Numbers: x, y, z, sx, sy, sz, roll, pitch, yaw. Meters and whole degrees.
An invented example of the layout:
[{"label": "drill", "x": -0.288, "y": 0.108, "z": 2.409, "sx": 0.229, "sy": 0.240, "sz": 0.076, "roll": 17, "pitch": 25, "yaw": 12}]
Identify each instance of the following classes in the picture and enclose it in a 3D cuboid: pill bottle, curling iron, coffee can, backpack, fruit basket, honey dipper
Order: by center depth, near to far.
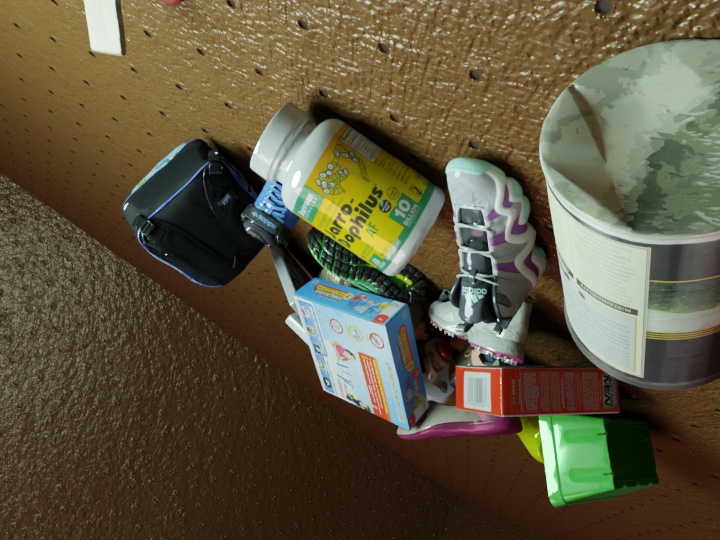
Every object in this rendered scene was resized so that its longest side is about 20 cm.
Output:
[{"label": "coffee can", "x": 0.207, "y": -0.026, "z": 0.398, "sx": 0.144, "sy": 0.148, "sz": 0.201, "roll": 18, "pitch": 157, "yaw": 34}, {"label": "pill bottle", "x": -0.016, "y": -0.093, "z": 0.634, "sx": 0.198, "sy": 0.114, "sz": 0.113, "roll": 34, "pitch": 161, "yaw": -3}, {"label": "fruit basket", "x": 0.327, "y": 0.279, "z": 0.901, "sx": 0.210, "sy": 0.159, "sz": 0.216, "roll": -2, "pitch": 161, "yaw": -1}, {"label": "backpack", "x": -0.250, "y": -0.090, "z": 0.917, "sx": 0.147, "sy": 0.183, "sz": 0.200, "roll": 45, "pitch": 178, "yaw": 41}, {"label": "honey dipper", "x": 0.004, "y": 0.039, "z": 0.954, "sx": 0.038, "sy": 0.038, "sz": 0.199, "roll": 46, "pitch": 174, "yaw": -37}, {"label": "curling iron", "x": 0.133, "y": 0.076, "z": 0.955, "sx": 0.048, "sy": 0.026, "sz": 0.201, "roll": 8, "pitch": 152, "yaw": 7}, {"label": "pill bottle", "x": 0.126, "y": 0.221, "z": 1.170, "sx": 0.118, "sy": 0.121, "sz": 0.200, "roll": 31, "pitch": 161, "yaw": 1}]

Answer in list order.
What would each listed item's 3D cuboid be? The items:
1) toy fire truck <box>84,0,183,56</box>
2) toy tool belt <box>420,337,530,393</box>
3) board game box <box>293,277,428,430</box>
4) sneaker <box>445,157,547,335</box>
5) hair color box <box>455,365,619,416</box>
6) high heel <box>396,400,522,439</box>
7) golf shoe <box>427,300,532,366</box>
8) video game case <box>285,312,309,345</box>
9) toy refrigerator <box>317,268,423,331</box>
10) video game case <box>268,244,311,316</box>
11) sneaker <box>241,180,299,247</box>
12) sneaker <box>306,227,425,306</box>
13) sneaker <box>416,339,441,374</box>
[{"label": "toy fire truck", "x": -0.210, "y": -0.277, "z": 0.501, "sx": 0.174, "sy": 0.130, "sz": 0.200, "roll": 29, "pitch": 173, "yaw": 6}, {"label": "toy tool belt", "x": 0.205, "y": 0.149, "z": 0.918, "sx": 0.199, "sy": 0.126, "sz": 0.123, "roll": 35, "pitch": 130, "yaw": -20}, {"label": "board game box", "x": 0.001, "y": 0.127, "z": 0.904, "sx": 0.193, "sy": 0.056, "sz": 0.203, "roll": 15, "pitch": 130, "yaw": 40}, {"label": "sneaker", "x": 0.123, "y": -0.005, "z": 0.588, "sx": 0.077, "sy": 0.141, "sz": 0.200, "roll": 10, "pitch": 152, "yaw": 46}, {"label": "hair color box", "x": 0.243, "y": 0.163, "z": 0.796, "sx": 0.196, "sy": 0.065, "sz": 0.111, "roll": 6, "pitch": 170, "yaw": -23}, {"label": "high heel", "x": 0.150, "y": 0.247, "z": 0.900, "sx": 0.198, "sy": 0.068, "sz": 0.096, "roll": -30, "pitch": 110, "yaw": 39}, {"label": "golf shoe", "x": 0.165, "y": 0.061, "z": 0.796, "sx": 0.074, "sy": 0.093, "sz": 0.199, "roll": 19, "pitch": -178, "yaw": -28}, {"label": "video game case", "x": -0.033, "y": 0.142, "z": 1.151, "sx": 0.200, "sy": 0.023, "sz": 0.182, "roll": 43, "pitch": -158, "yaw": 13}, {"label": "toy refrigerator", "x": 0.007, "y": 0.060, "z": 1.037, "sx": 0.197, "sy": 0.071, "sz": 0.076, "roll": 18, "pitch": 157, "yaw": 37}, {"label": "video game case", "x": -0.103, "y": 0.046, "z": 1.078, "sx": 0.183, "sy": 0.022, "sz": 0.201, "roll": 54, "pitch": -175, "yaw": -43}, {"label": "sneaker", "x": -0.107, "y": -0.092, "z": 0.777, "sx": 0.076, "sy": 0.112, "sz": 0.200, "roll": 33, "pitch": 161, "yaw": -7}, {"label": "sneaker", "x": 0.000, "y": 0.000, "z": 0.890, "sx": 0.198, "sy": 0.079, "sz": 0.085, "roll": 34, "pitch": 162, "yaw": -8}, {"label": "sneaker", "x": 0.058, "y": 0.145, "z": 1.016, "sx": 0.195, "sy": 0.077, "sz": 0.079, "roll": 2, "pitch": 176, "yaw": -3}]
